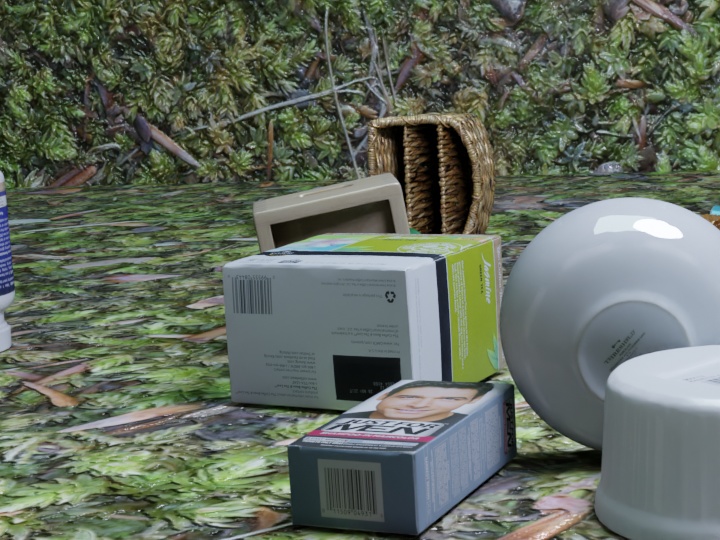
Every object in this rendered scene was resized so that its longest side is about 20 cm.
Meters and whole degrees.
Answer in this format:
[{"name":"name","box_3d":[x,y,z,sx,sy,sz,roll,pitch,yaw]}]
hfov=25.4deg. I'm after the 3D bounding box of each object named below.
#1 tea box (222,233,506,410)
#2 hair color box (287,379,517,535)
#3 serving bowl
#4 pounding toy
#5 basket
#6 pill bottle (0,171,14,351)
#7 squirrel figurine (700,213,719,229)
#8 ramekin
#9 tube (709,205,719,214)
[{"name":"tea box","box_3d":[0.008,0.044,1.490,0.198,0.135,0.196,1,10,29]},{"name":"hair color box","box_3d":[0.036,0.131,1.164,0.098,0.061,0.200,1,9,25]},{"name":"serving bowl","box_3d":[0.202,0.052,1.188,0.197,0.203,0.066,-2,19,7]},{"name":"pounding toy","box_3d":[0.000,0.000,1.699,0.198,0.186,0.142,-12,10,-2]},{"name":"basket","box_3d":[0.105,-0.124,2.302,0.141,0.203,0.148,4,9,33]},{"name":"pill bottle","box_3d":[-0.447,-0.009,1.787,0.114,0.203,0.116,-4,8,1]},{"name":"squirrel figurine","box_3d":[0.441,-0.011,1.688,0.199,0.143,0.186,8,8,41]},{"name":"ramekin","box_3d":[0.255,0.114,1.071,0.198,0.099,0.201,-3,9,1]},{"name":"tube","box_3d":[0.578,-0.053,2.184,0.198,0.051,0.077,8,14,26]}]
